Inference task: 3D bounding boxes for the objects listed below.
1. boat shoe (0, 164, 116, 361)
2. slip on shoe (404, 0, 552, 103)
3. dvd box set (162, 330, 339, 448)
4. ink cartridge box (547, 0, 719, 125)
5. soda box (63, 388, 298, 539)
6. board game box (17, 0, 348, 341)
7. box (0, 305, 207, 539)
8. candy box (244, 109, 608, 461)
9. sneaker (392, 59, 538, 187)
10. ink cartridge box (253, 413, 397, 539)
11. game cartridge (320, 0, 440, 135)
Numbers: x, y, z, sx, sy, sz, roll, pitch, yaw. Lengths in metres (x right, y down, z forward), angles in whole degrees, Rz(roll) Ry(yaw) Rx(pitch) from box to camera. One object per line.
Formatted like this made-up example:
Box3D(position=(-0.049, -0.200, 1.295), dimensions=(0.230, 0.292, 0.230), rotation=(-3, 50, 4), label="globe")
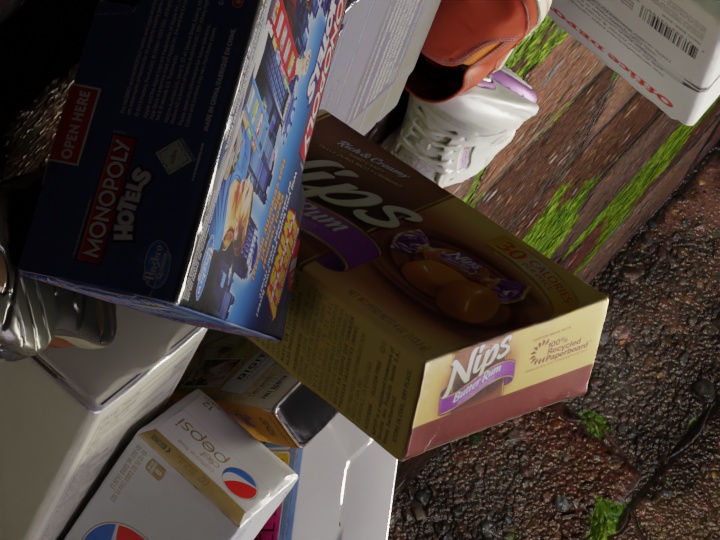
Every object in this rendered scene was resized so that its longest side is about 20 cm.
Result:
Box3D(position=(-0.144, -0.001, 0.846), dimensions=(0.073, 0.076, 0.200), rotation=(-10, 178, 7), label="boat shoe")
Box3D(position=(0.056, -0.141, 1.207), dimensions=(0.061, 0.074, 0.200), rotation=(-44, 174, -15), label="slip on shoe")
Box3D(position=(-0.045, 0.024, 1.141), dimensions=(0.146, 0.029, 0.200), rotation=(-44, -154, -26), label="dvd box set")
Box3D(position=(0.183, -0.187, 1.369), dimensions=(0.084, 0.144, 0.200), rotation=(-48, 170, -9), label="ink cartridge box")
Box3D(position=(-0.115, 0.155, 1.079), dimensions=(0.200, 0.068, 0.064), rotation=(-54, 170, 29), label="soda box")
Box3D(position=(-0.057, -0.055, 0.872), dimensions=(0.200, 0.061, 0.201), rotation=(77, 26, -71), label="board game box")
Box3D(position=(-0.155, 0.080, 1.050), dimensions=(0.095, 0.078, 0.200), rotation=(-39, 165, -48), label="box")
Box3D(position=(0.000, 0.000, 1.008), dimensions=(0.116, 0.200, 0.057), rotation=(-16, 130, -39), label="candy box")
Box3D(position=(0.062, -0.089, 1.399), dimensions=(0.100, 0.075, 0.200), rotation=(-52, 170, 4), label="sneaker")
Box3D(position=(-0.078, 0.135, 1.174), dimensions=(0.199, 0.076, 0.137), rotation=(-7, -110, 47), label="ink cartridge box")
Box3D(position=(-0.007, -0.113, 1.135), dimensions=(0.130, 0.038, 0.200), rotation=(-49, 171, -30), label="game cartridge")
